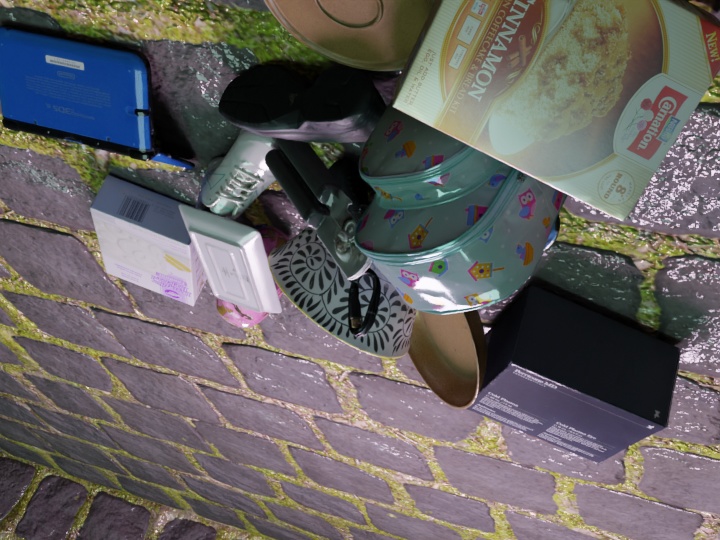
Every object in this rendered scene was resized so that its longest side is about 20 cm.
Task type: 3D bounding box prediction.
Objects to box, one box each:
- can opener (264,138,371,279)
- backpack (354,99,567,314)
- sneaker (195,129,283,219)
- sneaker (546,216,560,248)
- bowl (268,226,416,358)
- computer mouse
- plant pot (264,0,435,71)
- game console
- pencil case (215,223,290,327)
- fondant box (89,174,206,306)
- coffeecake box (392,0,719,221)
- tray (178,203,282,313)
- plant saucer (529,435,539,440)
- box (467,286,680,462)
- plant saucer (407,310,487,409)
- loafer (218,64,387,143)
[{"bbox_3d":[-0.027,-0.065,0.975,0.066,0.201,0.054,12,121,-41],"label":"can opener"},{"bbox_3d":[0.086,-0.069,0.861,0.174,0.203,0.153,-3,145,41],"label":"backpack"},{"bbox_3d":[-0.132,-0.101,1.107,0.070,0.081,0.200,32,151,-17],"label":"sneaker"},{"bbox_3d":[0.103,-0.035,0.992,0.196,0.090,0.080,-5,103,22],"label":"sneaker"},{"bbox_3d":[0.000,0.000,1.139,0.199,0.202,0.095,31,109,-17],"label":"bowl"},{"bbox_3d":[-0.014,-0.029,1.027,0.058,0.204,0.034,-27,149,34],"label":"computer mouse"},{"bbox_3d":[-0.008,-0.234,0.824,0.196,0.028,0.201,17,152,9],"label":"plant pot"},{"bbox_3d":[-0.300,-0.195,1.128,0.196,0.119,0.174,13,121,15],"label":"game console"},{"bbox_3d":[-0.145,0.012,1.323,0.087,0.082,0.200,54,155,10],"label":"pencil case"},{"bbox_3d":[-0.288,-0.037,1.368,0.142,0.059,0.201,21,155,2],"label":"fondant box"},{"bbox_3d":[0.144,-0.154,0.722,0.197,0.073,0.155,25,116,-6],"label":"coffeecake box"},{"bbox_3d":[-0.157,-0.004,1.188,0.106,0.022,0.201,18,153,14],"label":"tray"},{"bbox_3d":[0.284,0.210,1.417,0.197,0.037,0.201,17,153,9],"label":"plant saucer"},{"bbox_3d":[0.253,0.132,1.199,0.197,0.106,0.183,22,154,-4],"label":"box"},{"bbox_3d":[0.099,0.066,1.189,0.201,0.035,0.203,51,152,40],"label":"plant saucer"},{"bbox_3d":[-0.057,-0.152,0.960,0.198,0.074,0.072,14,165,38],"label":"loafer"}]
